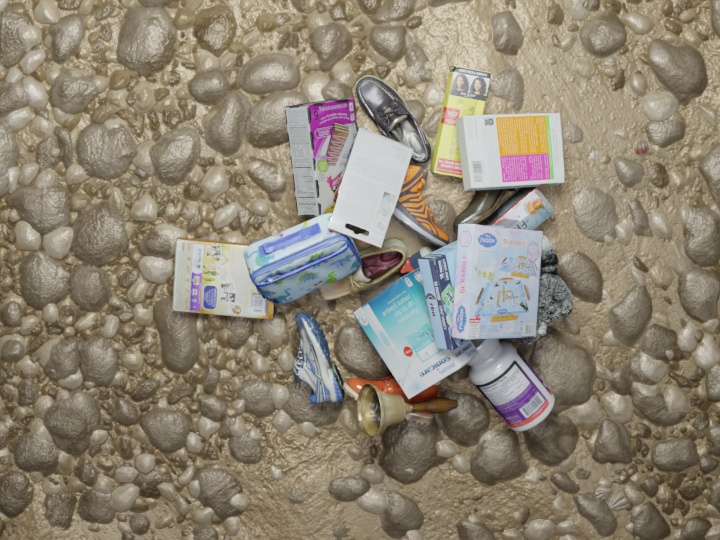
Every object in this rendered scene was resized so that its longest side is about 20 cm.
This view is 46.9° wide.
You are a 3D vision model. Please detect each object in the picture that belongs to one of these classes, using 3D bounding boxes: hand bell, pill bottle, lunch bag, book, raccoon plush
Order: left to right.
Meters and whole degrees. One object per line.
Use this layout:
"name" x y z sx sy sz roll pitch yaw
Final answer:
"lunch bag" -0.106 -0.021 1.523 0.199 0.161 0.083 -22 64 1
"hand bell" 0.104 0.269 1.621 0.199 0.104 0.104 1 105 -27
"pill bottle" 0.286 0.213 1.653 0.111 0.111 0.200 -38 102 7
"book" 0.279 -0.219 1.530 0.199 0.048 0.134 -5 86 -21
"raccoon plush" 0.319 0.046 1.597 0.134 0.097 0.200 -34 110 -25

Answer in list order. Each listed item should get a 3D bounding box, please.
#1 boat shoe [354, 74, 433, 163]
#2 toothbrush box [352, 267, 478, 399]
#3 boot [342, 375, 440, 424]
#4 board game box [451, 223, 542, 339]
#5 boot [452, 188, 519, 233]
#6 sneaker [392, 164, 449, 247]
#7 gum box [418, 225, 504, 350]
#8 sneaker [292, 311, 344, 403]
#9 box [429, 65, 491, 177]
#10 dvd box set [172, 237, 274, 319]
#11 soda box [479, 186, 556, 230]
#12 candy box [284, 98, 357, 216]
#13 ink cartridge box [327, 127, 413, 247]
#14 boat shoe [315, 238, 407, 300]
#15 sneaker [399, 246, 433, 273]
"boat shoe" 0.066 -0.281 1.549 0.072 0.065 0.200 -38 102 7
"toothbrush box" 0.104 0.119 1.578 0.146 0.085 0.200 -37 84 37
"boot" 0.065 0.233 1.673 0.199 0.075 0.108 17 99 -15
"board game box" 0.249 0.022 1.495 0.200 0.041 0.200 3 91 -42
"boot" 0.228 -0.161 1.570 0.200 0.075 0.097 -41 102 -16
"sneaker" 0.112 -0.134 1.582 0.200 0.078 0.112 36 87 -22
"gum box" 0.200 0.028 1.510 0.200 0.044 0.170 -26 110 -39
"sneaker" -0.101 0.181 1.649 0.085 0.077 0.201 -19 103 6
"box" 0.187 -0.279 1.562 0.075 0.050 0.201 10 104 -6
"dvd box set" -0.263 0.015 1.622 0.199 0.029 0.147 4 103 -3
"soda box" 0.276 -0.079 1.605 0.200 0.068 0.064 -40 103 8
"candy box" -0.063 -0.209 1.523 0.061 0.136 0.201 6 109 38
"ink cartridge box" 0.014 -0.144 1.496 0.109 0.050 0.201 20 75 -9
"boat shoe" 0.000 0.000 1.612 0.200 0.066 0.074 -31 103 5
"sneaker" 0.149 0.054 1.634 0.084 0.075 0.200 -31 97 11
